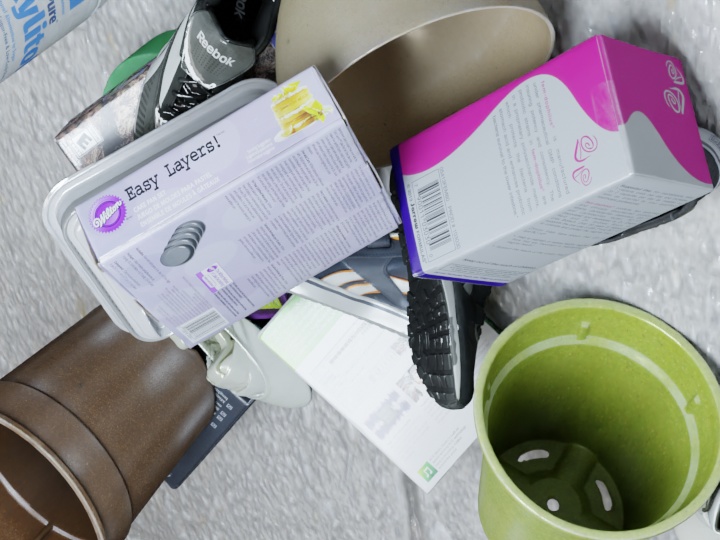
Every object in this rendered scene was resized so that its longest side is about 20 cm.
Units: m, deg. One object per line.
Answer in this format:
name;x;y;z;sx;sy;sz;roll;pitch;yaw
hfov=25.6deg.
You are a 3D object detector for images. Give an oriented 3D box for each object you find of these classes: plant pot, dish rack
plant pot;0.020;-0.179;1.117;0.200;0.198;0.136;-49;58;49
plant pot;-0.243;0.141;1.404;0.198;0.198;0.202;22;135;23
dish rack;-0.115;-0.033;1.165;0.044;0.198;0.172;59;178;46
plant pot;0.172;0.157;1.271;0.199;0.201;0.185;32;149;12

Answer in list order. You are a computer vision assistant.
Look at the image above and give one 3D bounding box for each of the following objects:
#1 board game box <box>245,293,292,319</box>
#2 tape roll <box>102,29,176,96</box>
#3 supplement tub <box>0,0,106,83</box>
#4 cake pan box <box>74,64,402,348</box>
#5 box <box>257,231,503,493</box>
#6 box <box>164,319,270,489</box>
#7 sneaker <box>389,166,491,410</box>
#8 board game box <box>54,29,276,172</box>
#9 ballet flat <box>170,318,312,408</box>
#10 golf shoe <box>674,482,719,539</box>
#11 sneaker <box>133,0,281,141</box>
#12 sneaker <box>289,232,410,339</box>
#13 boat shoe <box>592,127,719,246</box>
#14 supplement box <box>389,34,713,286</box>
board game box;-0.133;-0.046;1.380;0.119;0.032;0.202;-5;120;38
tape roll;-0.136;-0.110;1.386;0.199;0.048;0.202;22;135;23
supplement tub;-0.312;-0.227;1.312;0.131;0.200;0.133;22;136;23
cake pan box;-0.074;-0.034;1.073;0.053;0.183;0.200;62;-177;23
box;0.032;0.067;1.344;0.200;0.036;0.145;42;96;0
box;-0.170;0.093;1.537;0.148;0.107;0.200;43;139;0
sneaker;0.084;0.004;1.225;0.076;0.086;0.203;175;88;-67
board game box;-0.112;-0.103;1.250;0.199;0.097;0.160;-35;102;4
ballet flat;-0.129;0.061;1.397;0.200;0.069;0.069;47;139;-4
golf shoe;0.284;0.178;1.251;0.078;0.097;0.201;29;139;13
sneaker;-0.110;-0.153;1.142;0.066;0.091;0.201;29;99;-10
sneaker;0.000;0.000;1.284;0.198;0.080;0.078;20;178;-8
boat shoe;0.178;-0.048;1.168;0.199;0.066;0.070;-14;114;44
supplement box;0.129;-0.071;1.105;0.199;0.103;0.103;-26;68;42
